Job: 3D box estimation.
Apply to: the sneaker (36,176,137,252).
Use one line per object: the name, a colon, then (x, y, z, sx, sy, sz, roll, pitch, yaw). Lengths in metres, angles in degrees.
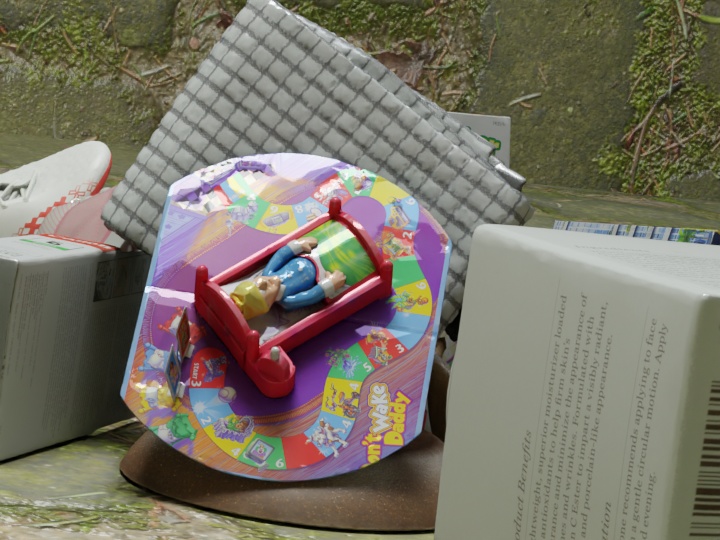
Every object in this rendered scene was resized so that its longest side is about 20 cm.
sneaker: (-0.129, -0.039, 1.660, 0.075, 0.200, 0.105, 46, -9, -34)

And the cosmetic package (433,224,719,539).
cosmetic package: (0.158, 0.078, 1.301, 0.164, 0.166, 0.200, 4, 8, -29)

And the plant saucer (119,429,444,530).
plant saucer: (-0.029, 0.100, 1.476, 0.199, 0.037, 0.200, 8, 7, -1)

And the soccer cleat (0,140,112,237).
soccer cleat: (-0.246, -0.028, 1.714, 0.085, 0.199, 0.069, 52, 8, -30)

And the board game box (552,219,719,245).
board game box: (0.216, 0.042, 1.872, 0.200, 0.062, 0.199, 37, -21, -35)

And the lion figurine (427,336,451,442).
lion figurine: (0.086, 0.070, 1.529, 0.072, 0.124, 0.200, 9, -18, -23)

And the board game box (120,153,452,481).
board game box: (-0.036, 0.012, 1.424, 0.157, 0.201, 0.039, 9, -32, 3)

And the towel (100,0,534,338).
towel: (-0.023, -0.036, 1.536, 0.199, 0.166, 0.086, 36, -4, 0)

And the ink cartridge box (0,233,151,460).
ink cartridge box: (-0.175, 0.037, 1.525, 0.050, 0.110, 0.200, 11, 7, 17)

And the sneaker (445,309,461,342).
sneaker: (0.109, 0.021, 1.654, 0.071, 0.098, 0.200, -18, -53, 41)

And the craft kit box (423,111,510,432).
craft kit box: (0.000, 0.000, 1.644, 0.199, 0.199, 0.048, 2, -4, -35)
